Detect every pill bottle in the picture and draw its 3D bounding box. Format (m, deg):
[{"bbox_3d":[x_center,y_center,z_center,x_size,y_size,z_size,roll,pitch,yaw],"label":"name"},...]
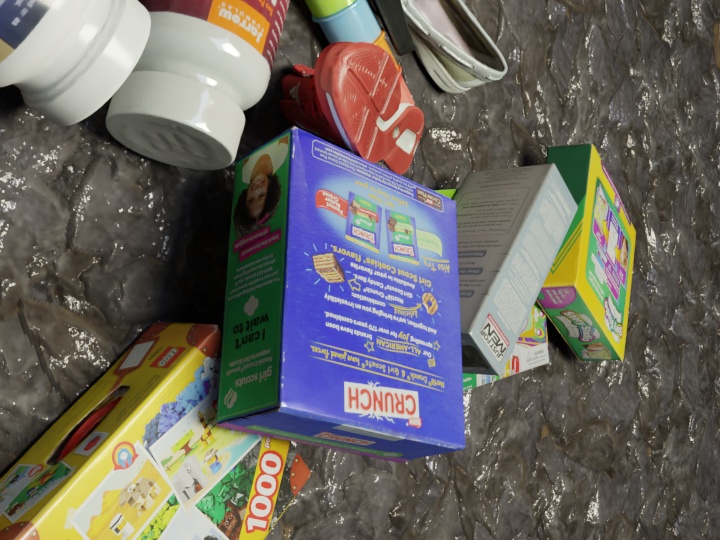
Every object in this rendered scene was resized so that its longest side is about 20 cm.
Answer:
[{"bbox_3d":[-0.225,-0.178,0.540,0.200,0.115,0.116,38,62,-39],"label":"pill bottle"},{"bbox_3d":[-0.109,-0.181,0.672,0.109,0.109,0.201,27,69,-44],"label":"pill bottle"}]

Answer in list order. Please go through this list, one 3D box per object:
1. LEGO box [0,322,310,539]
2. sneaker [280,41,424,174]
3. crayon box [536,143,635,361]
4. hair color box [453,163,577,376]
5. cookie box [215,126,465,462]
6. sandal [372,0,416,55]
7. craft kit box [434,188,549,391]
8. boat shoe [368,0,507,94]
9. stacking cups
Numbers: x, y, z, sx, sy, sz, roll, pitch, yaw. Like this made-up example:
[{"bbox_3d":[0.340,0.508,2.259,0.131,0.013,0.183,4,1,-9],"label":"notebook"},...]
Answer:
[{"bbox_3d":[-0.145,0.156,0.643,0.200,0.077,0.149,-50,124,-36],"label":"LEGO box"},{"bbox_3d":[-0.027,-0.131,0.742,0.079,0.115,0.200,-68,161,-7],"label":"sneaker"},{"bbox_3d":[0.254,-0.015,1.068,0.200,0.058,0.174,45,51,-50],"label":"crayon box"},{"bbox_3d":[0.110,-0.004,0.854,0.061,0.099,0.201,53,54,-32],"label":"hair color box"},{"bbox_3d":[-0.010,0.024,0.685,0.171,0.075,0.201,20,60,-37],"label":"cookie box"},{"bbox_3d":[0.017,-0.271,0.794,0.201,0.048,0.076,59,8,-52],"label":"sandal"},{"bbox_3d":[0.117,0.014,0.964,0.199,0.048,0.199,-10,93,-48],"label":"craft kit box"},{"bbox_3d":[0.066,-0.253,0.898,0.202,0.065,0.075,50,54,-30],"label":"boat shoe"},{"bbox_3d":[-0.014,-0.214,0.825,0.061,0.060,0.201,-54,130,-34],"label":"stacking cups"}]
